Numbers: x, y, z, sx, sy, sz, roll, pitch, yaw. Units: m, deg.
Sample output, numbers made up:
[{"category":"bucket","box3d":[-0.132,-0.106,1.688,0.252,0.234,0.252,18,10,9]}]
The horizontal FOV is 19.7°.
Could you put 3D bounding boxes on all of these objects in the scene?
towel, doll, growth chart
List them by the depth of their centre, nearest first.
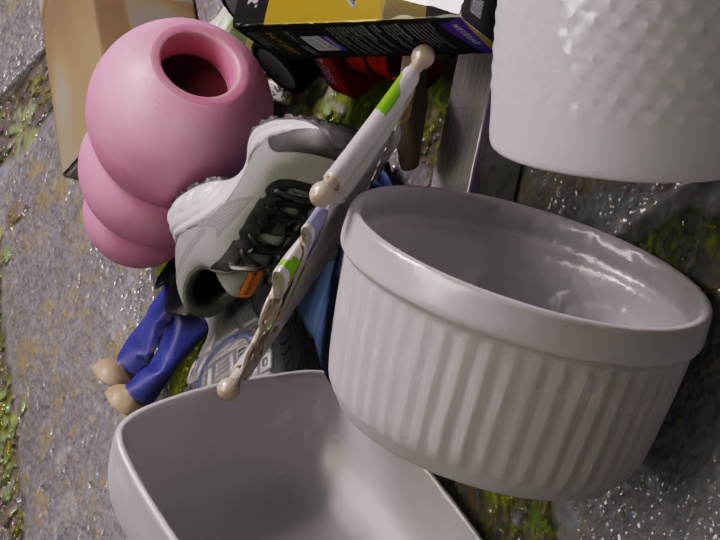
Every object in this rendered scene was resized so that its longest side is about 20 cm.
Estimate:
[{"category":"growth chart","box3d":[-0.022,-0.018,1.145,0.145,0.018,0.201,-54,-6,-40]},{"category":"towel","box3d":[0.000,0.000,1.274,0.200,0.048,0.113,-121,48,-66]},{"category":"doll","box3d":[-0.115,0.010,1.463,0.201,0.048,0.137,-58,31,12]}]

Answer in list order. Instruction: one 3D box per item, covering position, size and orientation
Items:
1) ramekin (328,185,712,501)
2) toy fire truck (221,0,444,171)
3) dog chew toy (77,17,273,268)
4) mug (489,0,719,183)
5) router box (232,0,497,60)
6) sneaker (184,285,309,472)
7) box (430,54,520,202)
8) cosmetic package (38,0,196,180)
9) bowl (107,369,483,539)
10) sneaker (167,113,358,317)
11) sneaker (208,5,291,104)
[{"category":"ramekin","box3d":[0.076,0.039,1.093,0.200,0.199,0.106,36,116,51]},{"category":"toy fire truck","box3d":[-0.009,-0.163,1.275,0.129,0.177,0.199,-46,44,-16]},{"category":"dog chew toy","box3d":[-0.133,-0.075,1.386,0.200,0.123,0.126,120,144,-50]},{"category":"mug","box3d":[0.168,-0.145,1.058,0.148,0.198,0.177,-58,-28,-72]},{"category":"router box","box3d":[0.023,-0.220,1.161,0.156,0.052,0.202,2,73,35]},{"category":"sneaker","box3d":[-0.064,0.057,1.338,0.074,0.087,0.201,-26,44,25]},{"category":"box","box3d":[0.067,-0.043,1.254,0.041,0.038,0.202,7,84,52]},{"category":"cosmetic package","box3d":[-0.175,-0.158,1.554,0.071,0.105,0.202,-40,51,37]},{"category":"bowl","box3d":[-0.039,0.159,1.177,0.200,0.199,0.075,49,127,27]},{"category":"sneaker","box3d":[-0.053,-0.032,1.258,0.200,0.073,0.080,-37,45,50]},{"category":"sneaker","box3d":[-0.056,-0.159,1.441,0.200,0.076,0.089,-51,56,36]}]
